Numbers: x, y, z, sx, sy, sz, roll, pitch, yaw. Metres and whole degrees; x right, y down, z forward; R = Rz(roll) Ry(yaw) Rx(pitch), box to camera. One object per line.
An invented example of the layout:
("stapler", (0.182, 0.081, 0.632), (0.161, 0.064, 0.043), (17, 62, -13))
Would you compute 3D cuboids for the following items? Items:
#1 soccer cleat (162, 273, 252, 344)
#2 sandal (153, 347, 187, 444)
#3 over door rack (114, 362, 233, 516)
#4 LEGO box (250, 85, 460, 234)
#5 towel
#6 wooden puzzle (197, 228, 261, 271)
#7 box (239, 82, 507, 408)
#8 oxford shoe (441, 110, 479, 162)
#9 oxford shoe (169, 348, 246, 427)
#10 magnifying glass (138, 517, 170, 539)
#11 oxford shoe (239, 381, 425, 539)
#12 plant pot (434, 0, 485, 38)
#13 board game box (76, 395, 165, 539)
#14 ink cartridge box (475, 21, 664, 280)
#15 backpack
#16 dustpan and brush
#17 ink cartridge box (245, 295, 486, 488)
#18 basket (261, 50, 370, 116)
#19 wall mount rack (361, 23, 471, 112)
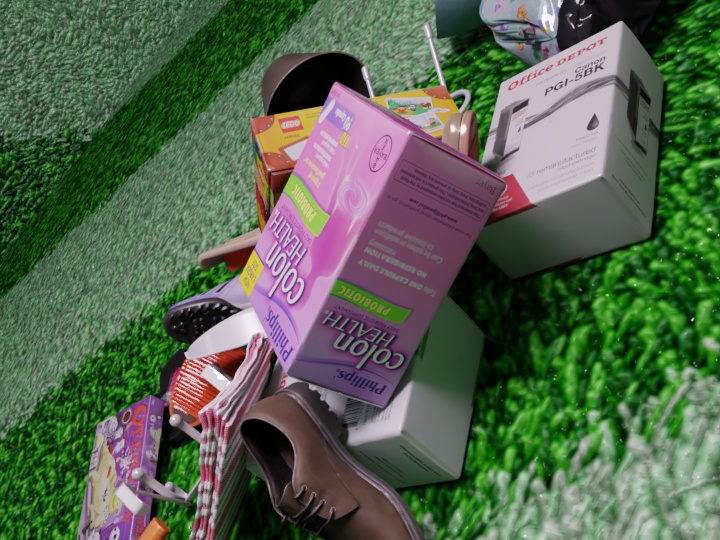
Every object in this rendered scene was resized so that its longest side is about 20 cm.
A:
("soccer cleat", (-0.136, 0.033, 0.995), (0.196, 0.069, 0.074), (-15, 41, -8))
("sandal", (-0.247, 0.157, 1.100), (0.075, 0.045, 0.200), (-46, 28, 4))
("over door rack", (-0.177, 0.169, 0.870), (0.149, 0.066, 0.200), (-55, -10, -10))
("LEGO box", (-0.003, -0.087, 0.841), (0.196, 0.150, 0.078), (-12, 51, -14))
("towel", (-0.123, 0.175, 0.775), (0.147, 0.029, 0.203), (-66, -11, -66))
("wooden puzzle", (-0.084, -0.050, 1.058), (0.184, 0.047, 0.199), (-28, 6, -42))
("box", (-0.001, -0.028, 0.691), (0.202, 0.096, 0.176), (-63, 28, 13))
("oxford shoe", (0.063, -0.060, 0.782), (0.071, 0.073, 0.202), (-63, -13, -50))
("oxford shoe", (-0.161, 0.108, 1.024), (0.201, 0.070, 0.073), (-57, -10, -26))
("magnifying glass", (-0.270, 0.353, 0.891), (0.079, 0.022, 0.201), (31, 81, 42))
("oxford shoe", (-0.025, 0.181, 0.639), (0.200, 0.084, 0.073), (45, 123, 21))
("plant pot", (0.160, -0.415, 1.104), (0.132, 0.202, 0.202), (-3, 41, 7))
("board game box", (-0.290, 0.263, 1.011), (0.119, 0.032, 0.203), (-26, 48, 30))
("ink cartridge box", (0.189, -0.109, 0.770), (0.146, 0.083, 0.202), (-21, 39, 42))
("backpack", (0.221, -0.285, 0.894), (0.168, 0.126, 0.200), (-53, 25, -2))
("dustpan and brush", (-0.092, 0.065, 0.893), (0.200, 0.138, 0.058), (-45, 60, 50))
("ink cartridge box", (0.002, 0.117, 0.757), (0.198, 0.083, 0.148), (-20, 40, 41))
("basket", (-0.086, -0.267, 1.306), (0.180, 0.136, 0.200), (-43, 25, 2))
("wall mount rack", (0.052, -0.220, 1.106), (0.198, 0.074, 0.176), (-24, 37, 36))
